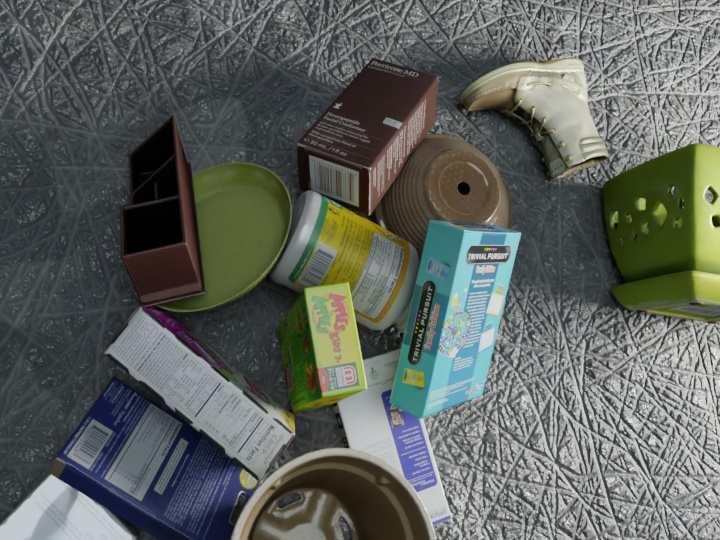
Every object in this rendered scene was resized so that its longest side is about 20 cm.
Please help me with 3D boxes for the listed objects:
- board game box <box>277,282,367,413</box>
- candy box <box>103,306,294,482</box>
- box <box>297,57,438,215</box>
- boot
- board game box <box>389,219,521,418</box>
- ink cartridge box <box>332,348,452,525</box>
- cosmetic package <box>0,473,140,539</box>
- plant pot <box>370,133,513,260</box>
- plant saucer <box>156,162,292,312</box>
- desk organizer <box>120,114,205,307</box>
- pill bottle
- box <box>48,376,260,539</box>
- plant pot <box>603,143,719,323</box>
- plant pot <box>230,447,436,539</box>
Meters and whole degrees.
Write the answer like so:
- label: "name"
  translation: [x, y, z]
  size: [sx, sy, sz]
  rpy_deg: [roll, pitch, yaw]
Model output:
- label: "board game box"
  translation: [-0.047, 0.089, 0.760]
  size: [0.046, 0.200, 0.105]
  rpy_deg: [-8, 77, -16]
- label: "candy box"
  translation: [-0.160, 0.123, 0.752]
  size: [0.199, 0.136, 0.061]
  rpy_deg: [41, 83, -2]
- label: "box"
  translation: [0.013, -0.168, 0.869]
  size: [0.098, 0.076, 0.201]
  rpy_deg: [19, 49, 17]
- label: "boot"
  translation: [0.242, -0.202, 0.985]
  size: [0.195, 0.072, 0.159]
  rpy_deg: [-12, 82, -18]
- label: "board game box"
  translation: [0.110, 0.050, 0.808]
  size: [0.149, 0.046, 0.206]
  rpy_deg: [-2, 107, -55]
- label: "ink cartridge box"
  translation: [0.031, 0.204, 0.838]
  size: [0.097, 0.039, 0.205]
  rpy_deg: [-12, 78, -18]
- label: "cosmetic package"
  translation: [-0.323, 0.301, 0.696]
  size: [0.113, 0.081, 0.200]
  rpy_deg: [44, 71, 0]
- label: "plant pot"
  translation: [0.116, -0.088, 0.909]
  size: [0.195, 0.093, 0.207]
  rpy_deg: [4, 75, -15]
- label: "plant saucer"
  translation: [-0.163, -0.034, 0.807]
  size: [0.194, 0.031, 0.204]
  rpy_deg: [-10, 54, 14]
- label: "desk organizer"
  translation: [-0.218, -0.069, 0.774]
  size: [0.070, 0.078, 0.203]
  rpy_deg: [-12, 52, -6]
- label: "pill bottle"
  translation: [0.000, 0.000, 0.838]
  size: [0.196, 0.112, 0.115]
  rpy_deg: [26, 70, -16]
- label: "box"
  translation: [-0.202, 0.208, 0.738]
  size: [0.198, 0.033, 0.122]
  rpy_deg: [34, 31, -9]
- label: "plant pot"
  translation: [0.447, -0.035, 0.934]
  size: [0.194, 0.199, 0.187]
  rpy_deg: [8, 80, -13]
- label: "plant pot"
  translation: [-0.043, 0.288, 0.719]
  size: [0.194, 0.184, 0.207]
  rpy_deg: [4, 74, -14]
